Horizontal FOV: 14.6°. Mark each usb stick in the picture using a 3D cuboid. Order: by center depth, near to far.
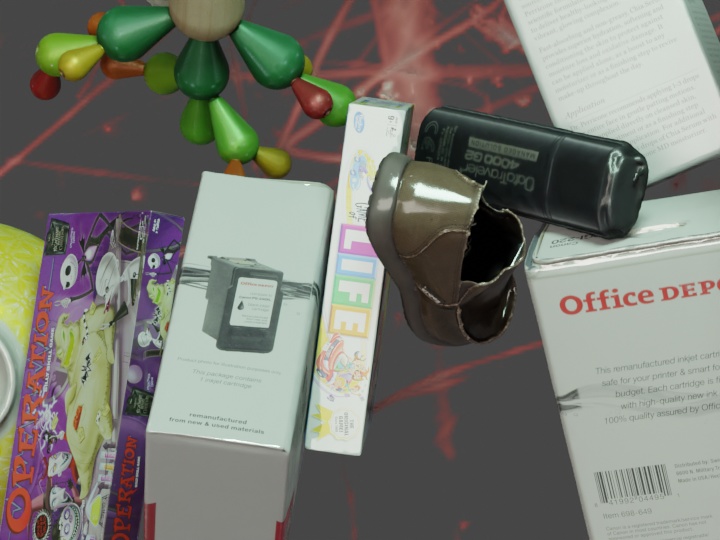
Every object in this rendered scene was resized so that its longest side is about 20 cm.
[{"bbox_3d":[0.096,-0.059,1.631,0.200,0.033,0.056,17,99,55],"label":"usb stick"}]

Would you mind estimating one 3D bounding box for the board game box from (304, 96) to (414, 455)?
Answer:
[{"bbox_3d":[0.000,0.000,1.667,0.034,0.134,0.201,8,96,3],"label":"board game box"}]

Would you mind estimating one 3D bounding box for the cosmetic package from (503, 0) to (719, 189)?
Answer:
[{"bbox_3d":[0.147,-0.148,1.650,0.101,0.071,0.201,-22,87,17],"label":"cosmetic package"}]

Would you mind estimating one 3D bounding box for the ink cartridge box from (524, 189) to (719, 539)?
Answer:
[{"bbox_3d":[0.188,0.061,1.616,0.145,0.085,0.201,-9,111,16],"label":"ink cartridge box"}]

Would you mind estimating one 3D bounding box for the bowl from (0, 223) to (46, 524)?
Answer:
[{"bbox_3d":[-0.248,0.067,1.730,0.199,0.108,0.201,0,89,-1],"label":"bowl"}]

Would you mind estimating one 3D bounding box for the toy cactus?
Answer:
[{"bbox_3d":[-0.101,-0.129,1.689,0.199,0.102,0.165,18,139,6],"label":"toy cactus"}]

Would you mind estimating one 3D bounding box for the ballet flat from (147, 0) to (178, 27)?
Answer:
[{"bbox_3d":[-0.109,-0.246,1.723,0.071,0.072,0.201,6,96,16],"label":"ballet flat"}]

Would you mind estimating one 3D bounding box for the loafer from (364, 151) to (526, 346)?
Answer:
[{"bbox_3d":[0.060,-0.002,1.619,0.071,0.200,0.073,10,75,21],"label":"loafer"}]

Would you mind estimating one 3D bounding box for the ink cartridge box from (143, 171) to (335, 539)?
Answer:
[{"bbox_3d":[-0.070,0.063,1.634,0.083,0.200,0.146,7,139,2],"label":"ink cartridge box"}]

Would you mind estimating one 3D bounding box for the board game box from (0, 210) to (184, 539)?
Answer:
[{"bbox_3d":[-0.158,0.066,1.641,0.120,0.032,0.201,-2,78,58],"label":"board game box"}]
